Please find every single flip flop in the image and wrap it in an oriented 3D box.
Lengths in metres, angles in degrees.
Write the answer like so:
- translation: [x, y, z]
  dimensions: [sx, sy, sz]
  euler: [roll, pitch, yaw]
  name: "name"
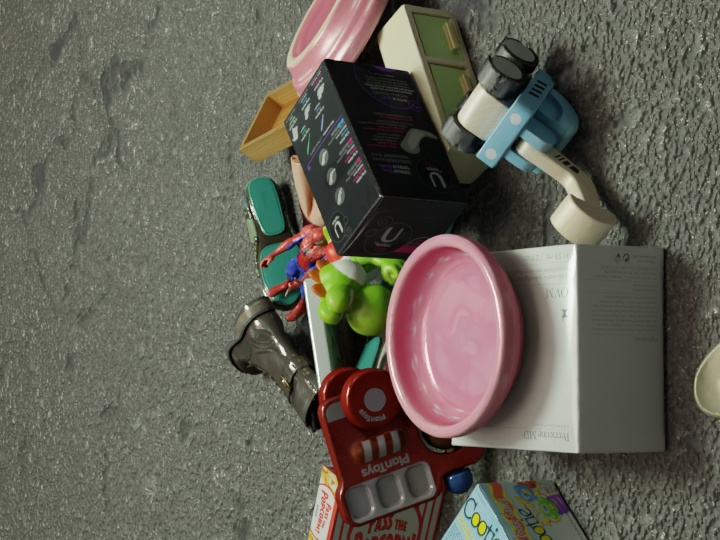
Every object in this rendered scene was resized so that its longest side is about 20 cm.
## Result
- translation: [0.362, 0.081, 1.305]
  dimensions: [0.200, 0.057, 0.081]
  euler: [-23, 69, 53]
  name: "flip flop"

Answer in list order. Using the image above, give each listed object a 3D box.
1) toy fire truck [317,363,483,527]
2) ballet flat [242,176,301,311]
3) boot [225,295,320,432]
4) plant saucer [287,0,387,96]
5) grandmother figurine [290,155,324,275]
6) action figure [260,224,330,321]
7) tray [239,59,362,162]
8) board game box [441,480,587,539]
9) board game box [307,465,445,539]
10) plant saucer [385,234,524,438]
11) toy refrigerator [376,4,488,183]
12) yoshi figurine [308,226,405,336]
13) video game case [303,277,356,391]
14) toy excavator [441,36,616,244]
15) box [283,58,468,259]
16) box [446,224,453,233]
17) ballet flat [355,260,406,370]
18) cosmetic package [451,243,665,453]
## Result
- translation: [0.052, 0.176, 1.651]
  dimensions: [0.112, 0.199, 0.169]
  euler: [171, 83, -71]
  name: "toy fire truck"
- translation: [-0.115, -0.029, 2.036]
  dimensions: [0.074, 0.074, 0.201]
  euler: [-38, 55, 48]
  name: "ballet flat"
- translation: [-0.103, 0.142, 1.981]
  dimensions: [0.174, 0.069, 0.200]
  euler: [54, 160, 20]
  name: "boot"
- translation: [-0.031, -0.302, 1.834]
  dimensions: [0.201, 0.051, 0.201]
  euler: [-52, 18, 25]
  name: "plant saucer"
- translation: [-0.056, -0.070, 1.895]
  dimensions: [0.121, 0.060, 0.201]
  euler: [-113, 19, -52]
  name: "grandmother figurine"
- translation: [-0.089, 0.009, 1.868]
  dimensions: [0.065, 0.099, 0.200]
  euler: [51, 148, 13]
  name: "action figure"
- translation: [-0.079, -0.213, 1.970]
  dimensions: [0.200, 0.037, 0.099]
  euler: [-17, 43, 54]
  name: "tray"
- translation: [0.141, 0.326, 1.580]
  dimensions: [0.200, 0.103, 0.105]
  euler: [-62, 41, 33]
  name: "board game box"
- translation: [0.010, 0.323, 1.734]
  dimensions: [0.046, 0.151, 0.201]
  euler: [29, 113, 53]
  name: "board game box"
- translation: [0.099, 0.065, 1.491]
  dimensions: [0.200, 0.051, 0.201]
  euler: [-6, 83, 58]
  name: "plant saucer"
- translation: [0.089, -0.204, 1.718]
  dimensions: [0.070, 0.076, 0.201]
  euler: [-45, 52, 46]
  name: "toy refrigerator"
- translation: [0.009, 0.012, 1.758]
  dimensions: [0.200, 0.112, 0.113]
  euler: [-66, -28, -55]
  name: "yoshi figurine"
- translation: [-0.026, 0.126, 1.812]
  dimensions: [0.182, 0.023, 0.201]
  euler: [54, -155, -71]
  name: "video game case"
- translation: [0.188, -0.127, 1.547]
  dimensions: [0.200, 0.195, 0.100]
  euler: [35, 122, 1]
  name: "toy excavator"
- translation: [0.014, -0.120, 1.647]
  dimensions: [0.106, 0.122, 0.200]
  euler: [-53, 47, 40]
  name: "box"
- translation: [0.059, -0.131, 1.759]
  dimensions: [0.082, 0.049, 0.201]
  euler: [106, 151, -62]
  name: "box"
- translation: [0.038, 0.084, 1.771]
  dimensions: [0.069, 0.069, 0.201]
  euler: [-31, 34, 51]
  name: "ballet flat"
- translation: [0.194, 0.080, 1.503]
  dimensions: [0.199, 0.123, 0.201]
  euler: [-6, 84, 56]
  name: "cosmetic package"
